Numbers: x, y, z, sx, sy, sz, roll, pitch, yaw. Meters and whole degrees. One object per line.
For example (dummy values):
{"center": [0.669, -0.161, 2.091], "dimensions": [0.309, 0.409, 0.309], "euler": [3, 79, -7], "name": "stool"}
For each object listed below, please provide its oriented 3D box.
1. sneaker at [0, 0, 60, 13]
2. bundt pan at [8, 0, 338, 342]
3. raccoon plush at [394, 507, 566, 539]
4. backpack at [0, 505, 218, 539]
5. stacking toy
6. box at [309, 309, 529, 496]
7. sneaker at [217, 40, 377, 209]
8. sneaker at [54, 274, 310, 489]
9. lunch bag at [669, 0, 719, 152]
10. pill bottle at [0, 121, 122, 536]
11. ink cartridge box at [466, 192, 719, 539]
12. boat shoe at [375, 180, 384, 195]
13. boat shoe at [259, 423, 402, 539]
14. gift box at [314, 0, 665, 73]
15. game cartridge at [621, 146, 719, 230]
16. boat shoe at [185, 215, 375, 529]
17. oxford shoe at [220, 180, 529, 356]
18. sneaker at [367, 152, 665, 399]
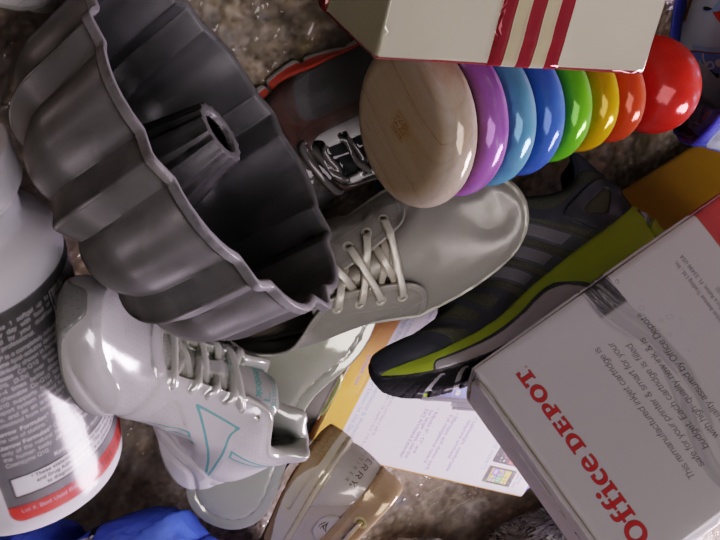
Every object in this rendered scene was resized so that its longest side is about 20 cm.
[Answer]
{"center": [-0.151, -0.176, 0.822], "dimensions": [0.199, 0.078, 0.100], "euler": [-24, 134, -3], "name": "sneaker"}
{"center": [-0.097, -0.048, 0.841], "dimensions": [0.076, 0.202, 0.202], "euler": [-32, 129, 15], "name": "bundt pan"}
{"center": [0.129, 0.169, 1.149], "dimensions": [0.199, 0.097, 0.134], "euler": [13, 103, -32], "name": "raccoon plush"}
{"center": [-0.155, 0.218, 0.972], "dimensions": [0.200, 0.163, 0.168], "euler": [-39, 88, 3], "name": "backpack"}
{"center": [0.102, -0.087, 0.901], "dimensions": [0.199, 0.085, 0.086], "euler": [-11, 122, -32], "name": "stacking toy"}
{"center": [0.064, 0.073, 1.089], "dimensions": [0.199, 0.041, 0.119], "euler": [17, 108, -35], "name": "box"}
{"center": [0.004, -0.083, 0.940], "dimensions": [0.200, 0.082, 0.077], "euler": [-42, 128, 0], "name": "sneaker"}
{"center": [-0.089, 0.054, 0.894], "dimensions": [0.080, 0.071, 0.200], "euler": [-8, 151, 21], "name": "sneaker"}
{"center": [0.278, -0.155, 0.999], "dimensions": [0.169, 0.124, 0.201], "euler": [8, 103, -27], "name": "lunch bag"}
{"center": [-0.198, 0.027, 0.879], "dimensions": [0.115, 0.116, 0.201], "euler": [-21, 125, -15], "name": "pill bottle"}
{"center": [0.179, 0.066, 0.966], "dimensions": [0.200, 0.147, 0.083], "euler": [-34, 169, -8], "name": "ink cartridge box"}
{"center": [0.099, -0.090, 0.993], "dimensions": [0.084, 0.069, 0.200], "euler": [33, 99, -37], "name": "boat shoe"}
{"center": [-0.028, 0.182, 1.049], "dimensions": [0.074, 0.069, 0.200], "euler": [-50, 167, -46], "name": "boat shoe"}
{"center": [0.054, -0.211, 0.829], "dimensions": [0.199, 0.185, 0.187], "euler": [-2, 120, -33], "name": "gift box"}
{"center": [0.232, 0.006, 1.058], "dimensions": [0.200, 0.177, 0.032], "euler": [-32, 155, -6], "name": "game cartridge"}
{"center": [-0.044, 0.054, 1.008], "dimensions": [0.072, 0.060, 0.202], "euler": [26, 103, -3], "name": "boat shoe"}
{"center": [0.000, 0.000, 0.938], "dimensions": [0.199, 0.058, 0.075], "euler": [-17, 98, -4], "name": "oxford shoe"}
{"center": [0.082, 0.005, 1.013], "dimensions": [0.200, 0.081, 0.074], "euler": [-32, 167, -19], "name": "sneaker"}
